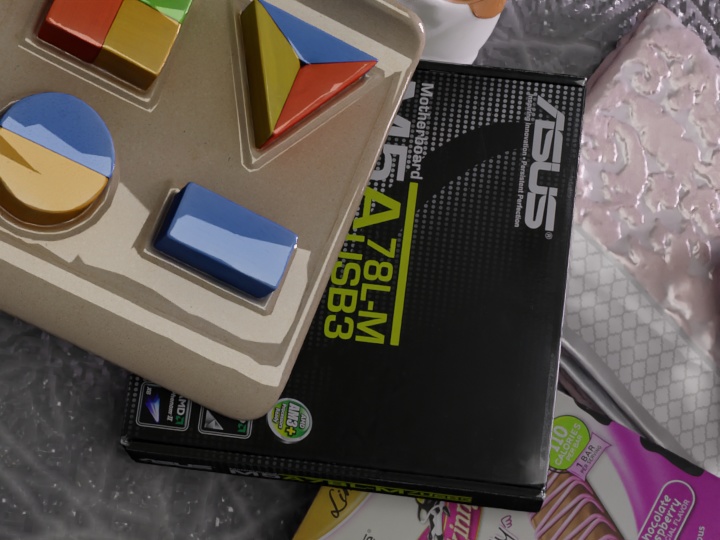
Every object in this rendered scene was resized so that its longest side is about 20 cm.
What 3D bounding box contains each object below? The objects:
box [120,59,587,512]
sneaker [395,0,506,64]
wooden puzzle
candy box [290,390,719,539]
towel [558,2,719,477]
[{"bbox_3d":[0.000,0.000,0.997,0.191,0.048,0.202,7,75,5],"label":"box"},{"bbox_3d":[-0.019,-0.153,1.023,0.199,0.085,0.073,11,46,-27],"label":"sneaker"},{"bbox_3d":[-0.082,-0.061,0.941,0.184,0.046,0.201,26,78,-12],"label":"wooden puzzle"},{"bbox_3d":[0.080,0.130,1.013,0.199,0.061,0.137,27,72,9],"label":"candy box"},{"bbox_3d":[0.168,-0.005,1.123,0.200,0.032,0.191,45,69,-13],"label":"towel"}]
